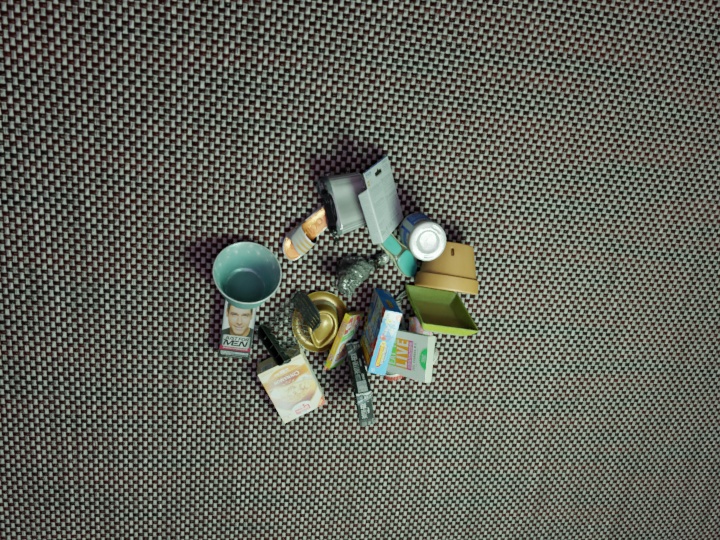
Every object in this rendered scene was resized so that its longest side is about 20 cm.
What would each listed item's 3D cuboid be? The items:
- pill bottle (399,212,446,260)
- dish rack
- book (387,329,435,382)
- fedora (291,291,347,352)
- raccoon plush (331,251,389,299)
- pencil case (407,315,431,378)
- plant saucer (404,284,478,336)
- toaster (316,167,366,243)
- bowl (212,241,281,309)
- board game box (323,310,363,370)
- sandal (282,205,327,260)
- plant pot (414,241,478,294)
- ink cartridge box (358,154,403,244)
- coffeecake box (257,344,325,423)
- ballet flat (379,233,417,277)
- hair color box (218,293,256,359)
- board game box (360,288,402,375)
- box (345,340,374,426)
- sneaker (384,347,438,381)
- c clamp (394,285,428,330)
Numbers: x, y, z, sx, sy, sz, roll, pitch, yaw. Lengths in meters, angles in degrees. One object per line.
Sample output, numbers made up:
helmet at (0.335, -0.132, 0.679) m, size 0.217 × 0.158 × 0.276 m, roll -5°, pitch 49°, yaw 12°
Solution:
pill bottle at (0.176, -0.107, 1.615) m, size 0.109 × 0.200 × 0.116 m, roll -2°, pitch 106°, yaw -7°
dish rack at (-0.212, 0.169, 1.661) m, size 0.201 × 0.054 × 0.154 m, roll -49°, pitch 63°, yaw 14°
book at (0.146, 0.257, 1.684) m, size 0.047 × 0.197 × 0.138 m, roll 6°, pitch 88°, yaw -38°
fedora at (-0.123, 0.171, 1.709) m, size 0.194 × 0.082 × 0.207 m, roll -3°, pitch 107°, yaw -8°
raccoon plush at (0.000, 0.000, 1.651) m, size 0.198 × 0.134 × 0.098 m, roll -35°, pitch 108°, yaw 2°
pencil case at (0.188, 0.245, 1.731) m, size 0.085 × 0.087 × 0.207 m, roll 4°, pitch 83°, yaw -11°
plant saucer at (0.242, 0.132, 1.696) m, size 0.194 × 0.202 × 0.049 m, roll 10°, pitch 121°, yaw -20°
toaster at (-0.040, -0.190, 1.590) m, size 0.126 × 0.113 × 0.206 m, roll -18°, pitch 101°, yaw -18°
bowl at (-0.331, 0.030, 1.594) m, size 0.195 × 0.206 × 0.106 m, roll 8°, pitch 148°, yaw -12°
board game box at (-0.055, 0.226, 1.735) m, size 0.030 × 0.095 × 0.204 m, roll 30°, pitch 104°, yaw 22°
sandal at (-0.155, -0.114, 1.631) m, size 0.079 × 0.059 × 0.207 m, roll 43°, pitch 95°, yaw -17°
plant pot at (0.271, -0.010, 1.676) m, size 0.194 × 0.200 × 0.144 m, roll 10°, pitch 89°, yaw -12°
ink cartridge box at (0.056, -0.207, 1.576) m, size 0.042 × 0.197 × 0.205 m, roll -8°, pitch 110°, yaw 27°
coffeecake box at (-0.219, 0.362, 1.748) m, size 0.150 × 0.073 × 0.204 m, roll -25°, pitch 113°, yaw -2°
ballet flat at (0.111, -0.060, 1.691) m, size 0.067 × 0.062 × 0.201 m, roll -42°, pitch 126°, yaw -3°
hair color box at (-0.374, 0.164, 1.676) m, size 0.096 × 0.061 × 0.206 m, roll 8°, pitch 104°, yaw -12°
board game box at (0.058, 0.183, 1.682) m, size 0.054 × 0.200 × 0.201 m, roll 12°, pitch 104°, yaw -12°
box at (-0.003, 0.350, 1.699) m, size 0.048 × 0.202 × 0.161 m, roll -10°, pitch 130°, yaw -5°
sneaker at (0.164, 0.293, 1.794) m, size 0.195 × 0.078 × 0.084 m, roll -20°, pitch 114°, yaw -4°
c clamp at (0.158, 0.153, 1.781) m, size 0.166 × 0.027 × 0.206 m, roll -11°, pitch 108°, yaw -6°
